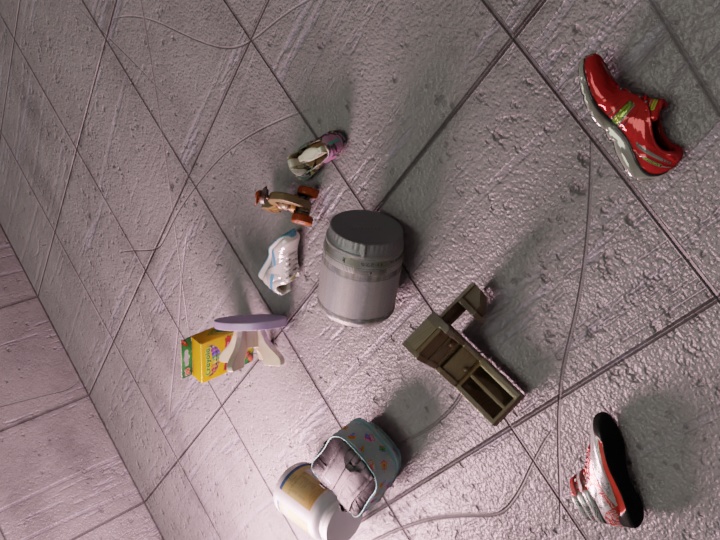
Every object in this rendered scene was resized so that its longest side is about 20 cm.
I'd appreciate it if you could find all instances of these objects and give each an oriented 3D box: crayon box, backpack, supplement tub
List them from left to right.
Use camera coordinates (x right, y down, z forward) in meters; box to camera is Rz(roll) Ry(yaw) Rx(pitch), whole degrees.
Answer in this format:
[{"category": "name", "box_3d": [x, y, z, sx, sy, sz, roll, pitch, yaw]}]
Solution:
[{"category": "crayon box", "box_3d": [-0.375, 0.212, 2.010, 0.051, 0.200, 0.127, 30, 128, 38]}, {"category": "supplement tub", "box_3d": [-0.105, 0.582, 1.908, 0.200, 0.145, 0.145, 22, 122, 42]}, {"category": "backpack", "box_3d": [0.001, 0.429, 1.710, 0.176, 0.153, 0.200, 47, 146, 21]}]

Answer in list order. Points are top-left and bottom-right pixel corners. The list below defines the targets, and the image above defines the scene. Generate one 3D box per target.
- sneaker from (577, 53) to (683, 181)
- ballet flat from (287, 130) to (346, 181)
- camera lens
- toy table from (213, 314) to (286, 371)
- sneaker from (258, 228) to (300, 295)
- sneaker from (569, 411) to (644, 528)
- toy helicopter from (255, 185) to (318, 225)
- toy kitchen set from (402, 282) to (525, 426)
[{"category": "sneaker", "box_3d": [0.379, -0.223, 1.061, 0.085, 0.077, 0.200, -32, 92, 45]}, {"category": "ballet flat", "box_3d": [-0.108, -0.238, 1.605, 0.200, 0.071, 0.069, -22, 90, 51]}, {"category": "camera lens", "box_3d": [0.000, 0.000, 1.516, 0.160, 0.160, 0.200, 33, 129, 36]}, {"category": "toy table", "box_3d": [-0.274, 0.177, 1.909, 0.200, 0.184, 0.117, 1, 98, 38]}, {"category": "sneaker", "box_3d": [-0.173, -0.022, 1.783, 0.081, 0.076, 0.200, 45, 142, 14]}, {"category": "sneaker", "box_3d": [0.394, 0.337, 1.287, 0.108, 0.067, 0.202, -13, 99, 48]}, {"category": "toy helicopter", "box_3d": [-0.185, -0.149, 1.702, 0.200, 0.132, 0.079, -1, 76, 66]}, {"category": "toy kitchen set", "box_3d": [0.212, 0.145, 1.349, 0.163, 0.200, 0.180, -47, 64, 3]}]
